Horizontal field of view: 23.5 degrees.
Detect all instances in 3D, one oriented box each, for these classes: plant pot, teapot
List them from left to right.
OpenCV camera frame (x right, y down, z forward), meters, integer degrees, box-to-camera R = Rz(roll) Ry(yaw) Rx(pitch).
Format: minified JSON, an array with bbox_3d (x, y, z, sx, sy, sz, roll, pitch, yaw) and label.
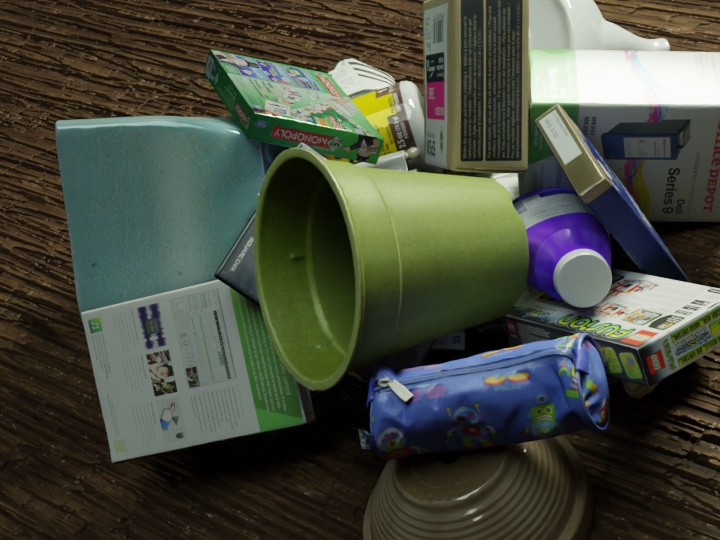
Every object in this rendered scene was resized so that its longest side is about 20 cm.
[{"bbox_3d":[-0.158,-0.062,1.708,0.199,0.198,0.196,-7,2,18],"label":"plant pot"},{"bbox_3d":[0.035,-0.009,1.469,0.189,0.201,0.200,-6,32,-27],"label":"plant pot"},{"bbox_3d":[0.088,0.184,1.444,0.199,0.093,0.202,-14,42,13],"label":"plant pot"},{"bbox_3d":[0.178,-0.214,1.794,0.200,0.146,0.198,44,108,29],"label":"teapot"}]

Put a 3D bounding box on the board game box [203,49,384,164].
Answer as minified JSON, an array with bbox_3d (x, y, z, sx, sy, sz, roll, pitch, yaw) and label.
[{"bbox_3d":[-0.069,-0.163,1.705,0.134,0.029,0.200,11,20,-21],"label":"board game box"}]

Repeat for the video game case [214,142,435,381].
[{"bbox_3d":[-0.011,0.001,1.548,0.143,0.199,0.019,-58,9,-12],"label":"video game case"}]

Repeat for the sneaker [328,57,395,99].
[{"bbox_3d":[-0.050,-0.176,1.935,0.199,0.076,0.116,-10,33,6],"label":"sneaker"}]

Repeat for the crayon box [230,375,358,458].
[{"bbox_3d":[-0.094,0.077,1.686,0.125,0.052,0.200,-27,39,-2],"label":"crayon box"}]

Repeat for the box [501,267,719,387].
[{"bbox_3d":[0.217,0.043,1.452,0.110,0.035,0.200,-26,18,-22],"label":"box"}]

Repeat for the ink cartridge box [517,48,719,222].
[{"bbox_3d":[0.249,-0.124,1.609,0.198,0.146,0.088,0,45,0],"label":"ink cartridge box"}]

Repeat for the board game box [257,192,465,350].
[{"bbox_3d":[0.000,0.000,1.604,0.198,0.136,0.045,2,4,-2],"label":"board game box"}]

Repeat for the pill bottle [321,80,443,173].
[{"bbox_3d":[-0.020,-0.117,1.813,0.199,0.110,0.110,-19,40,8],"label":"pill bottle"}]

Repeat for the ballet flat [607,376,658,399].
[{"bbox_3d":[0.216,0.088,1.512,0.199,0.070,0.070,-15,41,16],"label":"ballet flat"}]

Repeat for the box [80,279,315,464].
[{"bbox_3d":[-0.149,0.087,1.583,0.199,0.145,0.036,-13,-2,20],"label":"box"}]

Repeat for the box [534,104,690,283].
[{"bbox_3d":[0.232,-0.048,1.534,0.032,0.200,0.121,-35,38,10],"label":"box"}]

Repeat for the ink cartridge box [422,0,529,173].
[{"bbox_3d":[0.105,-0.176,1.627,0.074,0.166,0.200,0,5,-6],"label":"ink cartridge box"}]

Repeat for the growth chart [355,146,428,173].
[{"bbox_3d":[0.025,-0.028,1.713,0.144,0.018,0.201,-24,64,5],"label":"growth chart"}]

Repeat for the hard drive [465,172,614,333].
[{"bbox_3d":[0.170,-0.027,1.653,0.139,0.038,0.201,-5,44,8],"label":"hard drive"}]

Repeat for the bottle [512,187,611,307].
[{"bbox_3d":[0.176,-0.019,1.514,0.083,0.066,0.200,-16,17,-1],"label":"bottle"}]

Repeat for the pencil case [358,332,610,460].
[{"bbox_3d":[0.098,0.101,1.386,0.199,0.087,0.078,-10,53,18],"label":"pencil case"}]
